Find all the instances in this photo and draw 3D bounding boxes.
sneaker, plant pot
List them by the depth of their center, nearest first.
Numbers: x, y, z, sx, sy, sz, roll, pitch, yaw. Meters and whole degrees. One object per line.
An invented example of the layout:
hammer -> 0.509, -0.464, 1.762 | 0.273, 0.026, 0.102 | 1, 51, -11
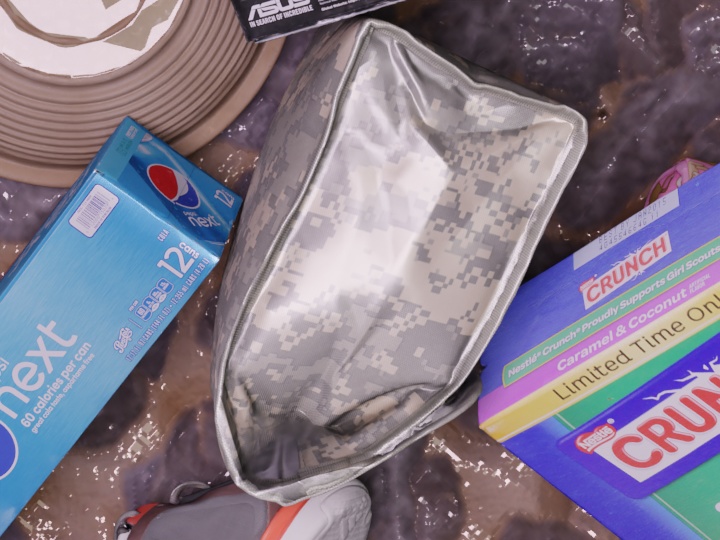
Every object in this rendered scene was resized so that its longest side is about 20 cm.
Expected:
plant pot -> -0.123, -0.131, 1.003 | 0.200, 0.093, 0.201 | -1, 99, -6
sneaker -> -0.083, 0.144, 1.024 | 0.200, 0.082, 0.077 | -35, 142, -40

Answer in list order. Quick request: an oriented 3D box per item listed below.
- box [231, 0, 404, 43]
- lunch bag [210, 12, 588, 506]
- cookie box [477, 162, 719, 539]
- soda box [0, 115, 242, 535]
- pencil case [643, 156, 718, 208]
box -> 0.025, -0.199, 0.914 | 0.200, 0.086, 0.164 | -15, 118, 12
lunch bag -> 0.000, 0.000, 0.998 | 0.117, 0.164, 0.200 | 24, 95, -8
cookie box -> 0.176, 0.056, 1.009 | 0.171, 0.075, 0.200 | -33, 123, 30
soda box -> -0.135, 0.035, 1.005 | 0.064, 0.068, 0.200 | 36, 113, -10
pencil case -> 0.218, 0.008, 1.070 | 0.200, 0.083, 0.087 | 13, 68, -8
